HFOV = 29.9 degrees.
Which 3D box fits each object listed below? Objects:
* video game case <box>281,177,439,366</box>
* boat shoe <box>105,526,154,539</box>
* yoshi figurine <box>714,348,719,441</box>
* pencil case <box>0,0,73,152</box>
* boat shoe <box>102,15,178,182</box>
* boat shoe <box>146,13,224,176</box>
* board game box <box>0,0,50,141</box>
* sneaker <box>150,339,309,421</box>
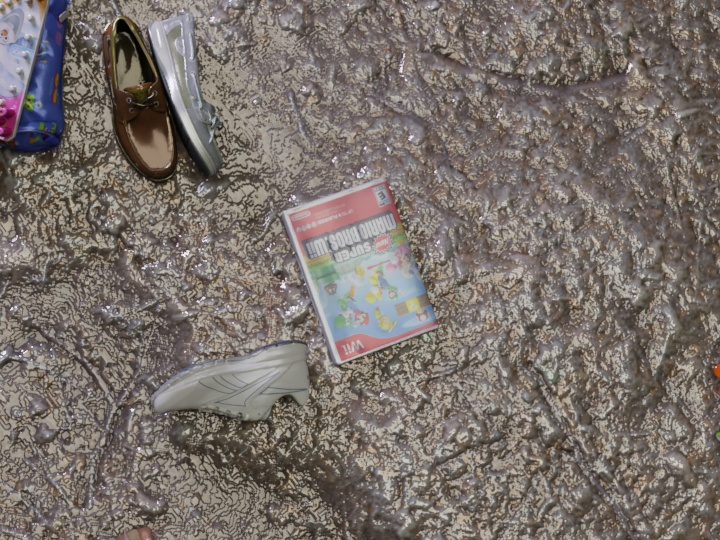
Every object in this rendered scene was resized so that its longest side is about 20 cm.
[{"bbox_3d":[0.000,0.000,1.674,0.141,0.017,0.203,-19,85,-15],"label":"video game case"},{"bbox_3d":[-0.224,0.385,1.533,0.071,0.076,0.202,-26,88,-17],"label":"boat shoe"},{"bbox_3d":[0.526,0.171,1.719,0.110,0.112,0.203,0,78,-28],"label":"yoshi figurine"},{"bbox_3d":[-0.387,-0.243,1.601,0.085,0.078,0.203,0,81,12],"label":"pencil case"},{"bbox_3d":[-0.271,-0.207,1.625,0.071,0.068,0.203,-20,85,-15],"label":"boat shoe"},{"bbox_3d":[-0.203,-0.215,1.641,0.064,0.075,0.204,-19,78,-10],"label":"boat shoe"},{"bbox_3d":[-0.463,-0.274,1.550,0.197,0.026,0.203,19,97,14],"label":"board game box"},{"bbox_3d":[-0.148,0.142,1.593,0.197,0.074,0.088,-13,88,-13],"label":"sneaker"}]
